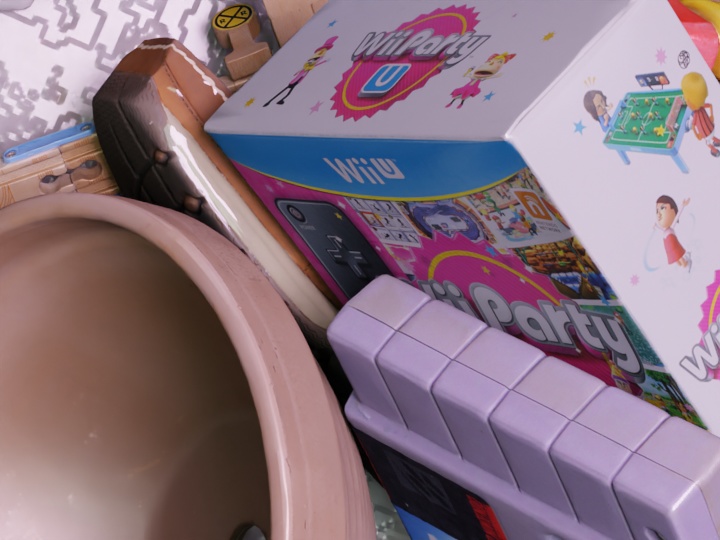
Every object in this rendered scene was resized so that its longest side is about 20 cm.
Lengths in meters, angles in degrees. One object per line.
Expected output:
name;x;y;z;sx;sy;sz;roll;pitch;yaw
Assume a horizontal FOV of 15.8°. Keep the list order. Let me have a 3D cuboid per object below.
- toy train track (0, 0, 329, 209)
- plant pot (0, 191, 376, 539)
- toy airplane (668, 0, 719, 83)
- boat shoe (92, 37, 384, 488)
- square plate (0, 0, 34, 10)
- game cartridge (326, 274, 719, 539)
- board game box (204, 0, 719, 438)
toy train track;-0.052;-0.051;0.807;0.200;0.033;0.115;-20;126;-1
plant pot;-0.062;0.081;0.763;0.093;0.201;0.201;8;93;-47
toy airplane;0.151;-0.056;0.769;0.199;0.141;0.200;-33;132;-1
boat shoe;0.000;0.000;0.799;0.074;0.076;0.200;-48;116;-15
square plate;-0.192;-0.183;0.780;0.200;0.028;0.198;3;94;-10
game cartridge;0.068;0.093;0.729;0.038;0.130;0.200;-50;139;-23
board game box;0.067;0.016;0.713;0.064;0.147;0.200;-46;116;-22
